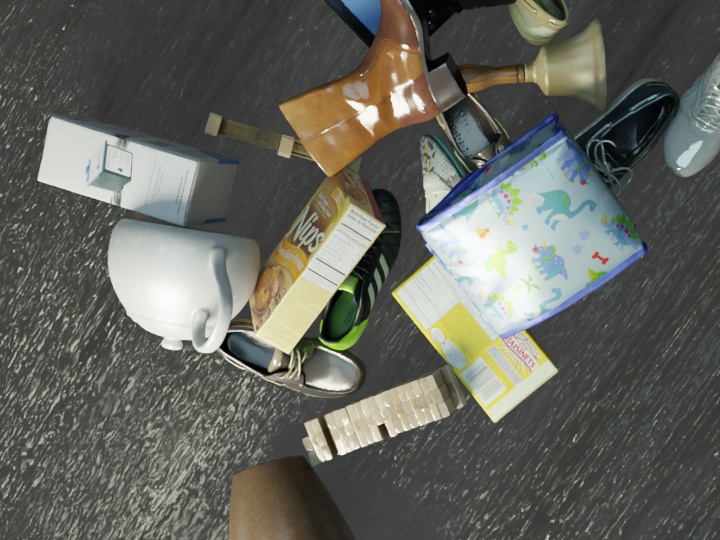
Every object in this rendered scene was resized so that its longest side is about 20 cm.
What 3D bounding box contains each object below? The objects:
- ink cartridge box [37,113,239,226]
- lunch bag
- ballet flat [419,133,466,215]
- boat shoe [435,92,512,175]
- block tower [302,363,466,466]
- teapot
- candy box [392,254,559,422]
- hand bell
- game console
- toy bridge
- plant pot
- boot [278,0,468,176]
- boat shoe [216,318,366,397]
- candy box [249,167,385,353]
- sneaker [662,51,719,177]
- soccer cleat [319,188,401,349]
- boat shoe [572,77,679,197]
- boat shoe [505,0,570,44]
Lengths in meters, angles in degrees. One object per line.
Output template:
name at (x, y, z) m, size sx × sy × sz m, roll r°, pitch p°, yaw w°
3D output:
ink cartridge box at (-0.268, -0.123, 1.442) m, size 0.197 × 0.146 × 0.087 m, roll 16°, pitch 98°, yaw 13°
lunch bag at (0.186, -0.043, 1.302) m, size 0.199 × 0.128 × 0.171 m, roll -37°, pitch 100°, yaw 13°
ballet flat at (0.118, -0.068, 1.388) m, size 0.072 × 0.072 × 0.201 m, roll -39°, pitch 85°, yaw 12°
boat shoe at (0.146, -0.142, 1.387) m, size 0.071 × 0.059 × 0.202 m, roll -33°, pitch 85°, yaw 12°
block tower at (0.025, 0.174, 1.421) m, size 0.198 × 0.058 × 0.055 m, roll -24°, pitch 88°, yaw 19°
teapot at (-0.213, 0.022, 1.410) m, size 0.194 × 0.200 × 0.149 m, roll 9°, pitch 90°, yaw 13°
candy box at (0.137, 0.072, 1.416) m, size 0.102 × 0.026 × 0.201 m, roll -40°, pitch 84°, yaw 11°
hand bell at (0.176, -0.223, 1.343) m, size 0.197 × 0.104 × 0.106 m, roll -5°, pitch 91°, yaw 7°
game console at (0.045, -0.331, 1.327) m, size 0.172 × 0.119 × 0.200 m, roll -41°, pitch 120°, yaw 12°
toy bridge at (-0.091, -0.153, 1.437) m, size 0.197 × 0.067 × 0.028 m, roll 15°, pitch 96°, yaw -8°
plant pot at (-0.084, 0.333, 1.418) m, size 0.185 × 0.187 × 0.203 m, roll -21°, pitch 73°, yaw 13°
boot at (-0.005, -0.230, 1.332) m, size 0.198 × 0.069 × 0.190 m, roll -25°, pitch 110°, yaw 21°
boat shoe at (-0.091, 0.114, 1.448) m, size 0.197 × 0.073 × 0.076 m, roll 12°, pitch 95°, yaw 13°
candy box at (-0.056, -0.015, 1.397) m, size 0.055 × 0.116 × 0.201 m, roll 28°, pitch 110°, yaw -24°
sneaker at (0.401, -0.198, 1.316) m, size 0.070 × 0.080 × 0.202 m, roll 31°, pitch 100°, yaw 8°
soccer cleat at (0.000, 0.000, 1.416) m, size 0.067 × 0.081 × 0.203 m, roll 18°, pitch 94°, yaw 12°
boat shoe at (0.285, -0.132, 1.346) m, size 0.200 × 0.062 × 0.075 m, roll -43°, pitch 110°, yaw 8°
boat shoe at (0.175, -0.359, 1.357) m, size 0.073 × 0.063 × 0.203 m, roll -27°, pitch 88°, yaw -16°
